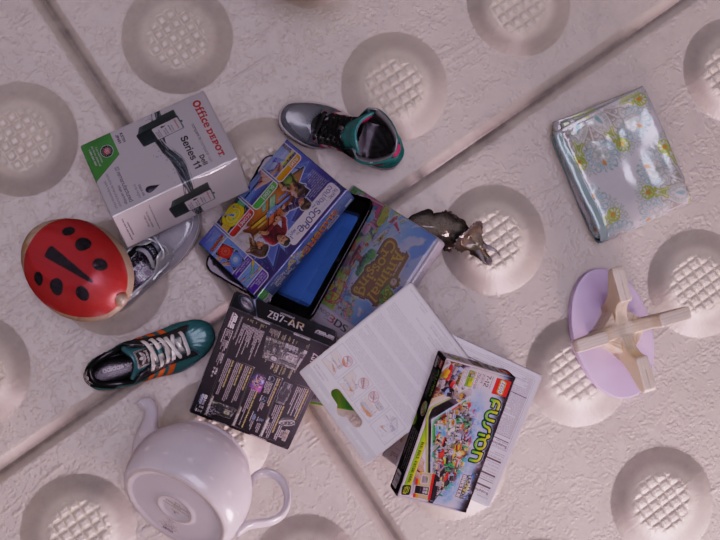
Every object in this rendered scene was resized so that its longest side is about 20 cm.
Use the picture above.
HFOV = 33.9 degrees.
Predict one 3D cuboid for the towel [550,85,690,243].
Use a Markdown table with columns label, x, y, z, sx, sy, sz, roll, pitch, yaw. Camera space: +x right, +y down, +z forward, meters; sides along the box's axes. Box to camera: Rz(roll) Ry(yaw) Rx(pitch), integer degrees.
| label | x | y | z | sx | sy | sz | roll | pitch | yaw |
| --- | --- | --- | --- | --- | --- | --- | --- | --- | --- |
| towel | 0.401 | -0.165 | 1.826 | 0.169 | 0.048 | 0.202 | -23 | 90 | -7 |

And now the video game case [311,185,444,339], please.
| label | x | y | z | sx | sy | sz | roll | pitch | yaw |
| --- | --- | --- | --- | --- | --- | --- | --- | --- | --- |
| video game case | 0.000 | 0.000 | 1.719 | 0.181 | 0.022 | 0.201 | 33 | 89 | 32 |

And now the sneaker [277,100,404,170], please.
| label | x | y | z | sx | sy | sz | roll | pitch | yaw |
| --- | --- | --- | --- | --- | --- | --- | --- | --- | --- |
| sneaker | -0.024 | -0.204 | 1.735 | 0.197 | 0.121 | 0.085 | 18 | 85 | -6 |

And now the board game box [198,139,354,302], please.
| label | x | y | z | sx | sy | sz | roll | pitch | yaw |
| --- | --- | --- | --- | --- | --- | --- | --- | --- | --- |
| board game box | -0.122 | -0.071 | 1.699 | 0.135 | 0.034 | 0.200 | 41 | 89 | 26 |

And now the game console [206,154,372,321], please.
| label | x | y | z | sx | sy | sz | roll | pitch | yaw |
| --- | --- | --- | --- | --- | --- | --- | --- | --- | --- |
| game console | -0.106 | -0.052 | 1.717 | 0.175 | 0.116 | 0.202 | 30 | 81 | -5 |

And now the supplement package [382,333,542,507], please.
| label | x | y | z | sx | sy | sz | roll | pitch | yaw |
| --- | --- | --- | --- | --- | --- | --- | --- | --- | --- |
| supplement package | 0.144 | 0.213 | 1.719 | 0.149 | 0.152 | 0.202 | 24 | 84 | -5 |

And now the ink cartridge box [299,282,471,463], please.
| label | x | y | z | sx | sy | sz | roll | pitch | yaw |
| --- | --- | --- | --- | --- | --- | --- | --- | --- | --- |
| ink cartridge box | 0.041 | 0.140 | 1.624 | 0.199 | 0.047 | 0.161 | -38 | 87 | -1 |

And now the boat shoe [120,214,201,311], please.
| label | x | y | z | sx | sy | sz | roll | pitch | yaw |
| --- | --- | --- | --- | --- | --- | --- | --- | --- | --- |
| boat shoe | -0.305 | -0.018 | 1.713 | 0.070 | 0.071 | 0.201 | 43 | 83 | -3 |

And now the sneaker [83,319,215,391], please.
| label | x | y | z | sx | sy | sz | roll | pitch | yaw |
| --- | --- | --- | --- | --- | --- | --- | --- | --- | --- |
| sneaker | -0.302 | 0.126 | 1.701 | 0.198 | 0.080 | 0.072 | -22 | 90 | -8 |

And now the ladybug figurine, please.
| label | x | y | z | sx | sy | sz | roll | pitch | yaw |
| --- | --- | --- | --- | --- | --- | --- | --- | --- | --- |
| ladybug figurine | -0.405 | -0.006 | 1.664 | 0.198 | 0.072 | 0.137 | 26 | 82 | 25 |

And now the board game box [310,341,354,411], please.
| label | x | y | z | sx | sy | sz | roll | pitch | yaw |
| --- | --- | --- | --- | --- | --- | --- | --- | --- | --- |
| board game box | 0.002 | 0.156 | 1.707 | 0.198 | 0.030 | 0.097 | 4 | 85 | 37 |

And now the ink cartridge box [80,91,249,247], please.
| label | x | y | z | sx | sy | sz | roll | pitch | yaw |
| --- | --- | --- | --- | --- | --- | --- | --- | --- | --- |
| ink cartridge box | -0.278 | -0.147 | 1.691 | 0.198 | 0.083 | 0.147 | -26 | 59 | -8 |

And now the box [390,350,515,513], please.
| label | x | y | z | sx | sy | sz | roll | pitch | yaw |
| --- | --- | --- | --- | --- | --- | --- | --- | --- | --- |
| box | 0.124 | 0.218 | 1.593 | 0.109 | 0.035 | 0.203 | 15 | 100 | -18 |

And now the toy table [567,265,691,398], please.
| label | x | y | z | sx | sy | sz | roll | pitch | yaw |
| --- | --- | --- | --- | --- | --- | --- | --- | --- | --- |
| toy table | 0.394 | 0.092 | 1.777 | 0.182 | 0.117 | 0.202 | -27 | 90 | -8 |

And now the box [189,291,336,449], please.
| label | x | y | z | sx | sy | sz | roll | pitch | yaw |
| --- | --- | --- | --- | --- | --- | --- | --- | --- | --- |
| box | -0.140 | 0.145 | 1.686 | 0.158 | 0.044 | 0.202 | 21 | 121 | -5 |

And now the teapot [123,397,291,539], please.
| label | x | y | z | sx | sy | sz | roll | pitch | yaw |
| --- | --- | --- | --- | --- | --- | --- | --- | --- | --- |
| teapot | -0.224 | 0.285 | 1.672 | 0.201 | 0.195 | 0.147 | 62 | 41 | -28 |

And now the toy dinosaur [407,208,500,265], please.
| label | x | y | z | sx | sy | sz | roll | pitch | yaw |
| --- | --- | --- | --- | --- | --- | --- | --- | --- | --- |
| toy dinosaur | 0.107 | -0.064 | 1.755 | 0.197 | 0.102 | 0.078 | 15 | 85 | -7 |
